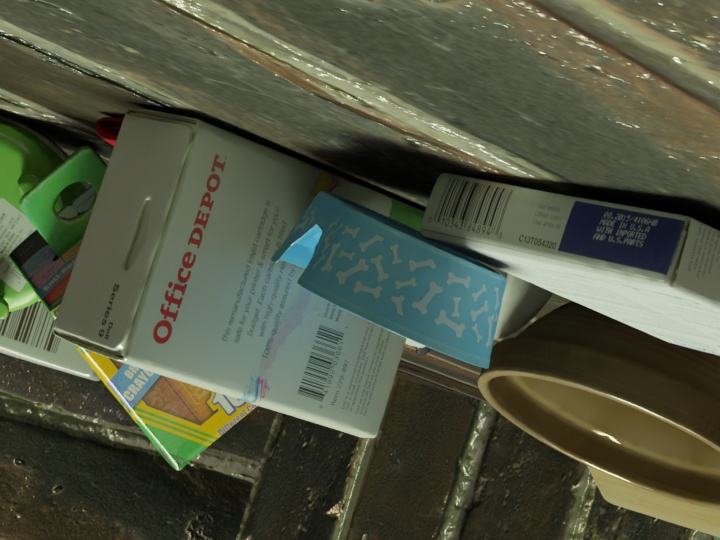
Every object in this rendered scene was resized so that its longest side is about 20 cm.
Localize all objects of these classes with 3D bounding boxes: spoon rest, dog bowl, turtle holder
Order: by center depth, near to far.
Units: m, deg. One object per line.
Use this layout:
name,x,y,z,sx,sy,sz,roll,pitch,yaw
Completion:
dog bowl,0.018,0.000,1.205,0.111,0.050,0.200,23,-178,-13
spoon rest,0.056,0.009,1.460,0.099,0.061,0.200,20,174,-29
turtle holder,-0.283,-0.047,1.615,0.184,0.142,0.132,7,-170,13

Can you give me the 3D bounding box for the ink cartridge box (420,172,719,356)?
ink cartridge box,0.164,0.007,1.133,0.199,0.044,0.196,20,176,-36

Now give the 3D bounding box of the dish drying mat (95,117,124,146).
dish drying mat,-0.077,-0.044,1.415,0.200,0.018,0.077,31,169,-31

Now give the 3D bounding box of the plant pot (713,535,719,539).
plant pot,0.382,0.181,1.661,0.199,0.201,0.135,20,140,-27

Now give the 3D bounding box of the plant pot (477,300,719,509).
plant pot,0.182,0.070,1.398,0.200,0.093,0.201,22,165,6

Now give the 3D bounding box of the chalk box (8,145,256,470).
chalk box,-0.149,0.010,1.495,0.200,0.124,0.124,54,174,-29

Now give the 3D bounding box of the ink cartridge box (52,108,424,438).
ink cartridge box,-0.066,0.003,1.322,0.199,0.146,0.087,20,176,-40

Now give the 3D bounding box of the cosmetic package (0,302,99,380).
cosmetic package,-0.292,0.000,2.010,0.164,0.166,0.200,18,175,-5

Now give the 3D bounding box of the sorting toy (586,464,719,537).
sorting toy,0.249,0.113,1.561,0.199,0.070,0.199,15,151,33

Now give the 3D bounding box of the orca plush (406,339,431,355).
orca plush,0.000,0.000,1.604,0.199,0.071,0.105,14,155,-32
